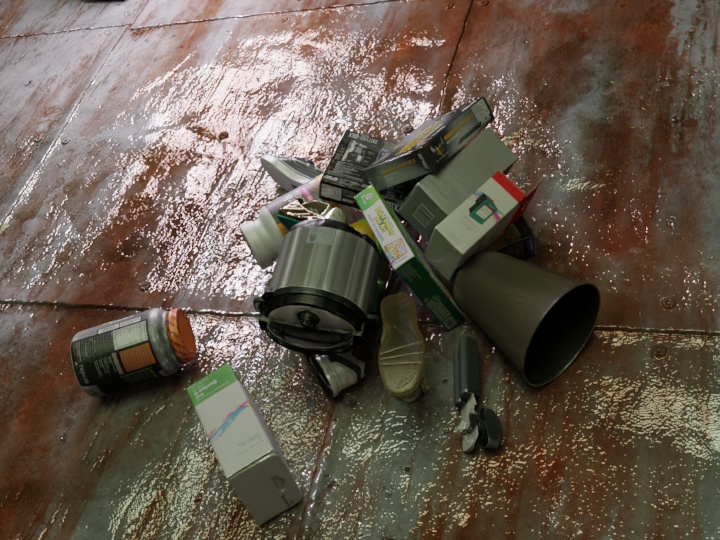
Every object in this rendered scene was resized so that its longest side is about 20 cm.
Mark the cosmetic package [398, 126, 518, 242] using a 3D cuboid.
[{"bbox_3d":[0.172,-0.149,1.596,0.090,0.107,0.200,44,59,6],"label":"cosmetic package"}]

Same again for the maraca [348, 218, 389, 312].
[{"bbox_3d":[0.000,0.000,1.625,0.106,0.137,0.202,14,49,-26],"label":"maraca"}]

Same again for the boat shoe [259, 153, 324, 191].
[{"bbox_3d":[-0.122,-0.201,1.885,0.199,0.072,0.068,29,65,35],"label":"boat shoe"}]

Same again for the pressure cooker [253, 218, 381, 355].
[{"bbox_3d":[-0.066,0.041,1.468,0.175,0.178,0.202,-21,46,43],"label":"pressure cooker"}]

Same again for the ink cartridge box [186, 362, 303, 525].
[{"bbox_3d":[-0.179,0.267,1.416,0.087,0.146,0.200,-31,46,-9],"label":"ink cartridge box"}]

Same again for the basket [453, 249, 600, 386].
[{"bbox_3d":[0.251,0.059,1.465,0.200,0.136,0.181,35,92,46],"label":"basket"}]

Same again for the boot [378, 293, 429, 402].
[{"bbox_3d":[0.071,0.155,1.421,0.071,0.156,0.201,-7,40,4],"label":"boot"}]

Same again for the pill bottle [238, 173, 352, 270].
[{"bbox_3d":[-0.124,-0.090,1.751,0.199,0.117,0.117,-30,45,-9],"label":"pill bottle"}]

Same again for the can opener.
[{"bbox_3d":[0.176,0.195,1.430,0.066,0.053,0.201,12,46,-15],"label":"can opener"}]

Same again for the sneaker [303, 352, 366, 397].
[{"bbox_3d":[-0.056,0.129,1.564,0.079,0.074,0.201,-21,49,-15],"label":"sneaker"}]

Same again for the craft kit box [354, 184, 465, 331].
[{"bbox_3d":[0.083,-0.021,1.550,0.048,0.200,0.198,-37,45,5],"label":"craft kit box"}]

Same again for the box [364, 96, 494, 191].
[{"bbox_3d":[0.123,-0.224,1.623,0.158,0.049,0.200,-14,22,51],"label":"box"}]

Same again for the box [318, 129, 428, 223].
[{"bbox_3d":[0.039,-0.176,1.701,0.198,0.050,0.158,15,47,8],"label":"box"}]

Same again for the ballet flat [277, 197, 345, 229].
[{"bbox_3d":[-0.070,-0.085,1.618,0.072,0.068,0.199,-47,40,-12],"label":"ballet flat"}]

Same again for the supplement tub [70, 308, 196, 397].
[{"bbox_3d":[-0.401,0.142,1.633,0.198,0.123,0.123,-16,45,4],"label":"supplement tub"}]

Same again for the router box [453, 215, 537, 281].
[{"bbox_3d":[0.209,-0.081,1.664,0.156,0.052,0.201,-22,45,-1],"label":"router box"}]

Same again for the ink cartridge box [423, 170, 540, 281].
[{"bbox_3d":[0.204,-0.085,1.538,0.200,0.116,0.067,-41,77,-21],"label":"ink cartridge box"}]
